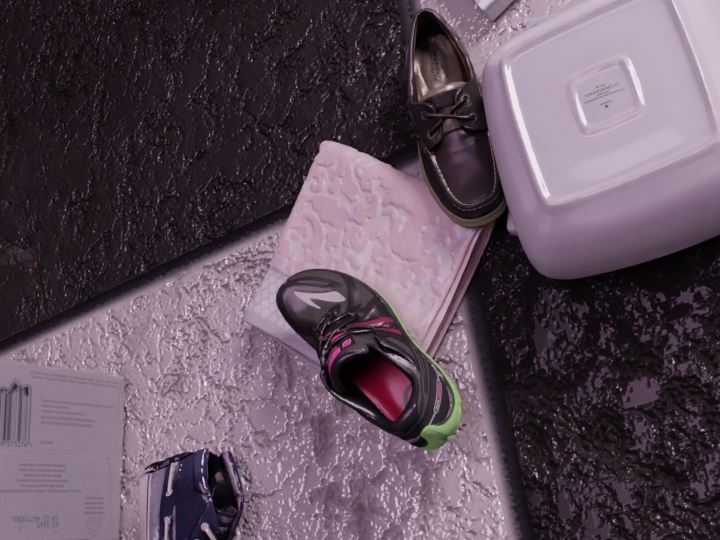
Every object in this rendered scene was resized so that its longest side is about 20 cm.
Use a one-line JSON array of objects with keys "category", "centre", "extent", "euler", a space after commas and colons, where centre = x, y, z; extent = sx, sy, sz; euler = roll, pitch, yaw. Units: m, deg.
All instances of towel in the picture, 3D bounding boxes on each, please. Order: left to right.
[{"category": "towel", "centre": [0.000, 0.000, 0.826], "extent": [0.198, 0.032, 0.193], "euler": [28, 93, 35]}]

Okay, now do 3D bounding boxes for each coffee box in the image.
[{"category": "coffee box", "centre": [-0.372, 0.205, 0.919], "extent": [0.195, 0.199, 0.204], "euler": [-13, 71, 31]}]

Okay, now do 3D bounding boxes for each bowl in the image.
[{"category": "bowl", "centre": [0.183, -0.111, 0.668], "extent": [0.197, 0.074, 0.203], "euler": [-20, 68, 21]}]

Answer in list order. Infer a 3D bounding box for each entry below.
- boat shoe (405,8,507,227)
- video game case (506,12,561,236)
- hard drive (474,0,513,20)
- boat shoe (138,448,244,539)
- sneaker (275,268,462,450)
[{"category": "boat shoe", "centre": [0.070, -0.130, 0.777], "extent": [0.072, 0.065, 0.203], "euler": [-21, 59, 9]}, {"category": "video game case", "centre": [0.212, -0.120, 0.719], "extent": [0.197, 0.024, 0.186], "euler": [-1, 76, 35]}, {"category": "hard drive", "centre": [0.152, -0.334, 0.818], "extent": [0.200, 0.026, 0.133], "euler": [-42, 58, 17]}, {"category": "boat shoe", "centre": [-0.145, 0.254, 0.825], "extent": [0.092, 0.074, 0.203], "euler": [-30, 61, 33]}, {"category": "sneaker", "centre": [-0.002, 0.059, 0.743], "extent": [0.199, 0.083, 0.077], "euler": [39, 99, 33]}]
